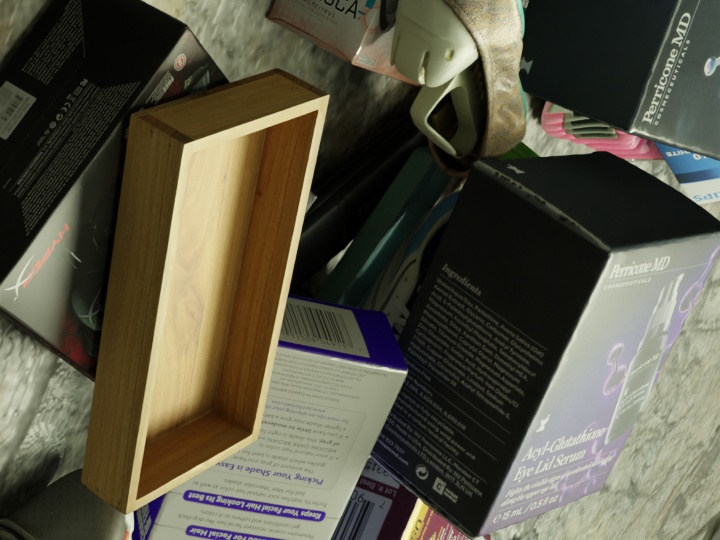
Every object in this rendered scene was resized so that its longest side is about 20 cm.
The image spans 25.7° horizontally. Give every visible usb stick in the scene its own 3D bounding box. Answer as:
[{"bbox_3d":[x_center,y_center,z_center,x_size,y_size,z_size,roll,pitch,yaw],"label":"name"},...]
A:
[{"bbox_3d":[0.006,-0.056,0.993,0.200,0.033,0.056,-42,152,-31],"label":"usb stick"}]

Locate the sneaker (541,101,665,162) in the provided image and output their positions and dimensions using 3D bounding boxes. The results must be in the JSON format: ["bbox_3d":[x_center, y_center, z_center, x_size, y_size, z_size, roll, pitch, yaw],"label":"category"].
[{"bbox_3d":[0.197,-0.141,1.218,0.200,0.079,0.096,13,84,-63],"label":"sneaker"}]

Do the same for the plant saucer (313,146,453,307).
[{"bbox_3d":[0.000,0.000,1.007,0.200,0.019,0.070,-55,167,19],"label":"plant saucer"}]

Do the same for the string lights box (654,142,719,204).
[{"bbox_3d":[0.244,-0.147,1.180,0.200,0.059,0.103,47,42,-46],"label":"string lights box"}]

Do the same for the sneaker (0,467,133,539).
[{"bbox_3d":[-0.200,0.173,0.827,0.200,0.077,0.082,-48,145,-24],"label":"sneaker"}]

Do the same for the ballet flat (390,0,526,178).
[{"bbox_3d":[0.051,-0.112,0.842,0.067,0.068,0.200,-43,149,-13],"label":"ballet flat"}]

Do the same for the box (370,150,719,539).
[{"bbox_3d":[0.109,0.039,0.943,0.148,0.104,0.201,-10,129,-50],"label":"box"}]

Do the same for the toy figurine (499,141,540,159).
[{"bbox_3d":[0.066,0.018,1.113,0.184,0.150,0.200,-42,176,-6],"label":"toy figurine"}]

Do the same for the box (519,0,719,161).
[{"bbox_3d":[0.205,-0.155,0.981,0.199,0.107,0.149,7,106,-47],"label":"box"}]

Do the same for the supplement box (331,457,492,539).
[{"bbox_3d":[0.002,0.187,1.109,0.104,0.130,0.200,-66,157,-17],"label":"supplement box"}]

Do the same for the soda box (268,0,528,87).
[{"bbox_3d":[0.033,-0.146,0.916,0.200,0.063,0.069,4,114,-62],"label":"soda box"}]

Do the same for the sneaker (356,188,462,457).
[{"bbox_3d":[0.032,0.033,0.999,0.201,0.072,0.072,-58,180,4],"label":"sneaker"}]

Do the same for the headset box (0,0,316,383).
[{"bbox_3d":[-0.113,-0.025,0.771,0.149,0.077,0.200,-55,152,-10],"label":"headset box"}]

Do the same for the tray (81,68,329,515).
[{"bbox_3d":[-0.076,0.011,0.746,0.098,0.037,0.201,-26,139,-48],"label":"tray"}]

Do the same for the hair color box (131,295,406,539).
[{"bbox_3d":[-0.062,0.111,0.925,0.109,0.065,0.201,13,117,-22],"label":"hair color box"}]
